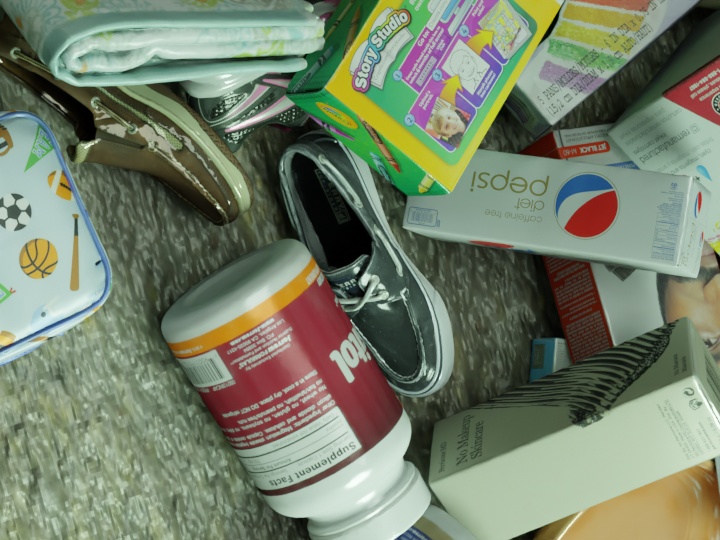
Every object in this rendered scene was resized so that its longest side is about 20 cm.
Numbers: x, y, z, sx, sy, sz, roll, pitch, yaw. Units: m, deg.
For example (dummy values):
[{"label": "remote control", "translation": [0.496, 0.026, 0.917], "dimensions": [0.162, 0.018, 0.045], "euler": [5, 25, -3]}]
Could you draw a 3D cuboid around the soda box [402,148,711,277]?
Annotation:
[{"label": "soda box", "translation": [0.135, -0.042, 1.425], "dimensions": [0.068, 0.200, 0.064], "euler": [18, 82, -68]}]

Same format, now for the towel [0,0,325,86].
[{"label": "towel", "translation": [-0.141, -0.179, 1.309], "dimensions": [0.200, 0.171, 0.048], "euler": [-5, 128, -36]}]

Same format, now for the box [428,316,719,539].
[{"label": "box", "translation": [0.149, 0.112, 1.404], "dimensions": [0.200, 0.082, 0.068], "euler": [-25, 114, 17]}]

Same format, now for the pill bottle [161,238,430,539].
[{"label": "pill bottle", "translation": [-0.038, 0.089, 1.381], "dimensions": [0.113, 0.113, 0.200], "euler": [-36, 104, -22]}]

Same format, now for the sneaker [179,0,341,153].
[{"label": "sneaker", "translation": [-0.045, -0.142, 1.417], "dimensions": [0.200, 0.080, 0.086], "euler": [-25, 127, -30]}]

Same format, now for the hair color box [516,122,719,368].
[{"label": "hair color box", "translation": [0.196, -0.006, 1.499], "dimensions": [0.111, 0.064, 0.200], "euler": [-10, 80, -28]}]

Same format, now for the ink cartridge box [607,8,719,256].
[{"label": "ink cartridge box", "translation": [0.312, -0.092, 1.466], "dimensions": [0.200, 0.145, 0.145], "euler": [46, 54, -7]}]

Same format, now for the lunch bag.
[{"label": "lunch bag", "translation": [-0.265, -0.002, 1.298], "dimensions": [0.200, 0.076, 0.160], "euler": [-26, 101, -25]}]

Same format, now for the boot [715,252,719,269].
[{"label": "boot", "translation": [0.335, -0.007, 1.578], "dimensions": [0.146, 0.070, 0.200], "euler": [15, 75, -22]}]

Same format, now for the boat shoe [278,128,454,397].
[{"label": "boat shoe", "translation": [0.000, 0.000, 1.411], "dimensions": [0.200, 0.072, 0.068], "euler": [68, 24, -6]}]

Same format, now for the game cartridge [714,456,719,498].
[{"label": "game cartridge", "translation": [0.314, 0.140, 1.530], "dimensions": [0.200, 0.041, 0.133], "euler": [-23, 110, -58]}]

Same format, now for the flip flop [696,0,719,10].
[{"label": "flip flop", "translation": [0.307, -0.186, 1.579], "dimensions": [0.200, 0.081, 0.058], "euler": [9, 100, -19]}]

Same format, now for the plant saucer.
[{"label": "plant saucer", "translation": [0.186, 0.210, 1.484], "dimensions": [0.200, 0.037, 0.200], "euler": [-20, 128, -27]}]

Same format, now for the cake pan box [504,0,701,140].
[{"label": "cake pan box", "translation": [0.136, -0.220, 1.479], "dimensions": [0.200, 0.052, 0.184], "euler": [-39, 88, -15]}]

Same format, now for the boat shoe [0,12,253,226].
[{"label": "boat shoe", "translation": [-0.162, -0.093, 1.353], "dimensions": [0.202, 0.075, 0.075], "euler": [44, 70, -5]}]

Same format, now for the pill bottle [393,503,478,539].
[{"label": "pill bottle", "translation": [0.004, 0.260, 1.392], "dimensions": [0.200, 0.116, 0.116], "euler": [-42, 105, -18]}]

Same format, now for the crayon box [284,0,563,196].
[{"label": "crayon box", "translation": [0.052, -0.164, 1.378], "dimensions": [0.119, 0.058, 0.200], "euler": [38, 74, -25]}]

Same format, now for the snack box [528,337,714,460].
[{"label": "snack box", "translation": [0.217, 0.119, 1.541], "dimensions": [0.200, 0.037, 0.116], "euler": [9, 83, -25]}]
